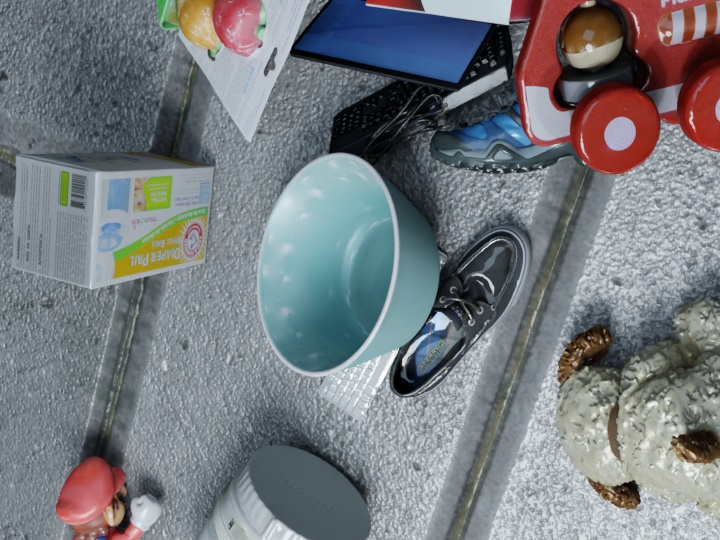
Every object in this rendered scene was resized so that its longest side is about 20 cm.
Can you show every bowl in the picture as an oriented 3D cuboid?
[{"bbox_3d":[0.000,0.000,0.836,0.198,0.104,0.206,-12,74,46],"label":"bowl"}]

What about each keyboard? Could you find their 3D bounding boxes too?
[{"bbox_3d":[0.049,-0.166,0.823,0.197,0.040,0.106,-25,43,24],"label":"keyboard"},{"bbox_3d":[0.021,0.058,0.907,0.056,0.011,0.203,32,108,16],"label":"keyboard"}]

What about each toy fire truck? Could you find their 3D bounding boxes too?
[{"bbox_3d":[0.212,-0.177,0.666,0.195,0.113,0.171,-11,112,3],"label":"toy fire truck"}]

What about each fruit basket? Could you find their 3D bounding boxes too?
[{"bbox_3d":[-0.124,-0.264,0.864,0.201,0.093,0.186,52,139,17],"label":"fruit basket"}]

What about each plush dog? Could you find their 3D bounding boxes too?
[{"bbox_3d":[0.246,0.137,0.762,0.170,0.159,0.205,-9,94,46],"label":"plush dog"}]

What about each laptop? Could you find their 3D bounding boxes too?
[{"bbox_3d":[0.044,-0.281,0.806,0.174,0.103,0.205,16,105,20],"label":"laptop"}]

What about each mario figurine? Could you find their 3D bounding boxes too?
[{"bbox_3d":[-0.291,0.314,1.048,0.121,0.106,0.205,-12,104,-13],"label":"mario figurine"}]

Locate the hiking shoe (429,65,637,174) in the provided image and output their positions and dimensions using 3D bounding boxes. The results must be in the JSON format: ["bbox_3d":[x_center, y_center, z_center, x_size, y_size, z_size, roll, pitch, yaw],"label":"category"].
[{"bbox_3d":[0.158,-0.136,0.799,0.195,0.074,0.089,-3,91,12],"label":"hiking shoe"}]

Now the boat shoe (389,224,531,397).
[{"bbox_3d":[0.090,0.044,0.845,0.070,0.066,0.201,43,110,12],"label":"boat shoe"}]

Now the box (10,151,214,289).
[{"bbox_3d":[-0.246,-0.058,0.903,0.099,0.199,0.115,12,103,21],"label":"box"}]

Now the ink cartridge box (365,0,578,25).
[{"bbox_3d":[0.104,-0.302,0.685,0.172,0.083,0.205,15,112,26],"label":"ink cartridge box"}]

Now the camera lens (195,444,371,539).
[{"bbox_3d":[-0.096,0.306,0.905,0.159,0.159,0.202,35,108,15],"label":"camera lens"}]
